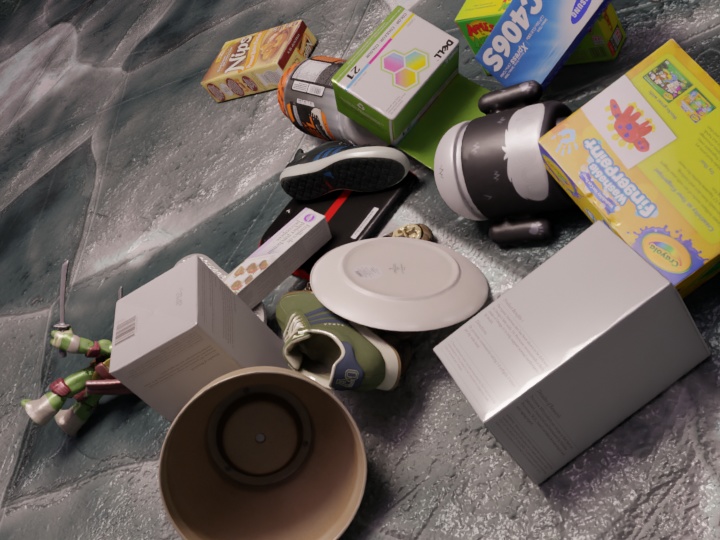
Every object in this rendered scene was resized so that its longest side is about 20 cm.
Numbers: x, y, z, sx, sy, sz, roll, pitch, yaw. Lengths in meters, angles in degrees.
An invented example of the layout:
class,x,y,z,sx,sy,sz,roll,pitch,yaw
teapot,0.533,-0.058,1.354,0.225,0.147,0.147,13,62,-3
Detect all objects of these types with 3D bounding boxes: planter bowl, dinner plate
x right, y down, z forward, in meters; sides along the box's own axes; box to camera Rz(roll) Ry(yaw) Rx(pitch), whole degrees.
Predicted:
class,x,y,z,sx,sy,sz,roll,pitch,yaw
planter bowl,-0.100,0.186,0.957,0.200,0.200,0.135,-41,10,-1
dinner plate,0.044,0.004,1.039,0.200,0.024,0.200,1,30,-1

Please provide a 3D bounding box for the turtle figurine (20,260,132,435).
class,x,y,z,sx,sy,sz,roll,pitch,yaw
turtle figurine,-0.379,0.118,1.289,0.194,0.200,0.144,-45,3,0

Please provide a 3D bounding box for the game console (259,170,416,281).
class,x,y,z,sx,sy,sz,roll,pitch,yaw
game console,-0.036,-0.074,1.281,0.177,0.031,0.200,23,70,44

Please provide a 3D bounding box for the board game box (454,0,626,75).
class,x,y,z,sx,sy,sz,roll,pitch,yaw
board game box,0.235,-0.320,1.229,0.200,0.102,0.048,3,54,43

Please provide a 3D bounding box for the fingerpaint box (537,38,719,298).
class,x,y,z,sx,sy,sz,roll,pitch,yaw
fingerpaint box,0.300,-0.093,0.902,0.167,0.073,0.200,-38,66,4

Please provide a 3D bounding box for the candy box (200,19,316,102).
class,x,y,z,sx,sy,sz,roll,pitch,yaw
candy box,-0.186,-0.379,1.690,0.200,0.055,0.116,-3,51,39

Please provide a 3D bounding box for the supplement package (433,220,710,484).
class,x,y,z,sx,sy,sz,roll,pitch,yaw
supplement package,0.192,0.074,0.854,0.200,0.117,0.117,-38,36,4

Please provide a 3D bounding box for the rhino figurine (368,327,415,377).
class,x,y,z,sx,sy,sz,roll,pitch,yaw
rhino figurine,-0.012,0.073,1.075,0.200,0.060,0.088,13,80,47

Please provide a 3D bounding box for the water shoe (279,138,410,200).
class,x,y,z,sx,sy,sz,roll,pitch,yaw
water shoe,-0.022,-0.152,1.263,0.200,0.072,0.079,-6,49,30

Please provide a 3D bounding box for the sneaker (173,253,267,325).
class,x,y,z,sx,sy,sz,roll,pitch,yaw
sneaker,-0.177,0.054,1.230,0.078,0.079,0.200,-31,43,-17

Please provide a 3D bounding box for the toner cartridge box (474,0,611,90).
class,x,y,z,sx,sy,sz,roll,pitch,yaw
toner cartridge box,0.229,-0.308,1.143,0.043,0.095,0.200,-37,-13,-41

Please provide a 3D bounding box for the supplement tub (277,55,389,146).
class,x,y,z,sx,sy,sz,roll,pitch,yaw
supplement tub,-0.032,-0.250,1.372,0.123,0.123,0.200,-50,37,-12

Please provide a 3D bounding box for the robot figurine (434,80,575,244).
class,x,y,z,sx,sy,sz,roll,pitch,yaw
robot figurine,0.182,-0.123,1.061,0.200,0.125,0.150,-8,43,35

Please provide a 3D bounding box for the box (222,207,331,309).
class,x,y,z,sx,sy,sz,roll,pitch,yaw
box,-0.119,-0.003,1.187,0.039,0.041,0.200,25,57,36

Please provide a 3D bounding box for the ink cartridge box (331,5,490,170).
class,x,y,z,sx,sy,sz,roll,pitch,yaw
ink cartridge box,0.087,-0.229,1.209,0.200,0.076,0.148,35,75,18

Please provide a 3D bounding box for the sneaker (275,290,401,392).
class,x,y,z,sx,sy,sz,roll,pitch,yaw
sneaker,-0.051,0.073,1.003,0.200,0.090,0.067,30,113,44

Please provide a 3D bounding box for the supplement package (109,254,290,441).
class,x,y,z,sx,sy,sz,roll,pitch,yaw
supplement package,-0.174,0.106,1.069,0.120,0.200,0.121,-29,37,14

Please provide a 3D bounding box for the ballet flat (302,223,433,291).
class,x,y,z,sx,sy,sz,roll,pitch,yaw
ballet flat,0.000,0.000,1.154,0.200,0.046,0.067,-32,38,11
